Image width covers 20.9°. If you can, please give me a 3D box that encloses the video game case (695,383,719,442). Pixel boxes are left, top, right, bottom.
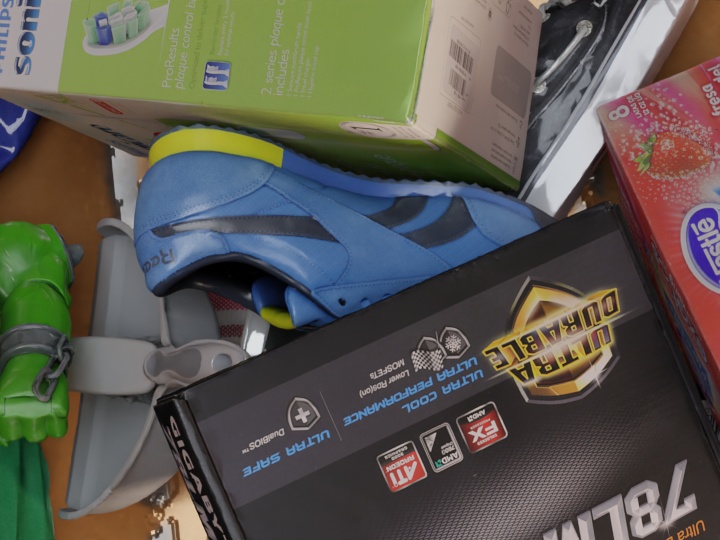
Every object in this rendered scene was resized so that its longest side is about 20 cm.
[{"bbox_3d":[0.191,0.135,0.826,0.198,0.026,0.182,2,59,21],"label":"video game case"}]

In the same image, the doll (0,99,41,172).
[{"bbox_3d":[-0.160,-0.122,0.941,0.136,0.048,0.201,32,87,-3],"label":"doll"}]

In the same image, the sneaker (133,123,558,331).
[{"bbox_3d":[0.000,0.000,0.817,0.199,0.066,0.079,12,60,-21],"label":"sneaker"}]

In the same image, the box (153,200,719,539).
[{"bbox_3d":[0.049,0.102,0.752,0.199,0.050,0.200,-23,88,-19],"label":"box"}]

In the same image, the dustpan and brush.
[{"bbox_3d":[-0.090,0.042,0.846,0.057,0.199,0.141,12,81,-39],"label":"dustpan and brush"}]

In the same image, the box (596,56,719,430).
[{"bbox_3d":[0.183,0.012,0.831,0.094,0.103,0.201,-22,53,3],"label":"box"}]

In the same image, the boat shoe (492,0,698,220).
[{"bbox_3d":[0.101,-0.098,0.911,0.068,0.072,0.201,32,94,8],"label":"boat shoe"}]

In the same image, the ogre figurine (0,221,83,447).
[{"bbox_3d":[-0.212,0.011,0.873,0.198,0.120,0.099,-5,125,21],"label":"ogre figurine"}]

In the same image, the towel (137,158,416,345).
[{"bbox_3d":[-0.033,-0.017,0.916,0.145,0.030,0.202,-1,81,21],"label":"towel"}]

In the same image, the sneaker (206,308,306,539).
[{"bbox_3d":[-0.010,0.070,0.848,0.098,0.071,0.202,8,67,-2],"label":"sneaker"}]

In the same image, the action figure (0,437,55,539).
[{"bbox_3d":[-0.174,0.124,0.893,0.054,0.118,0.202,-23,62,30],"label":"action figure"}]

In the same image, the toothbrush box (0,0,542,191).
[{"bbox_3d":[-0.039,-0.095,0.837,0.198,0.145,0.087,8,85,22],"label":"toothbrush box"}]
